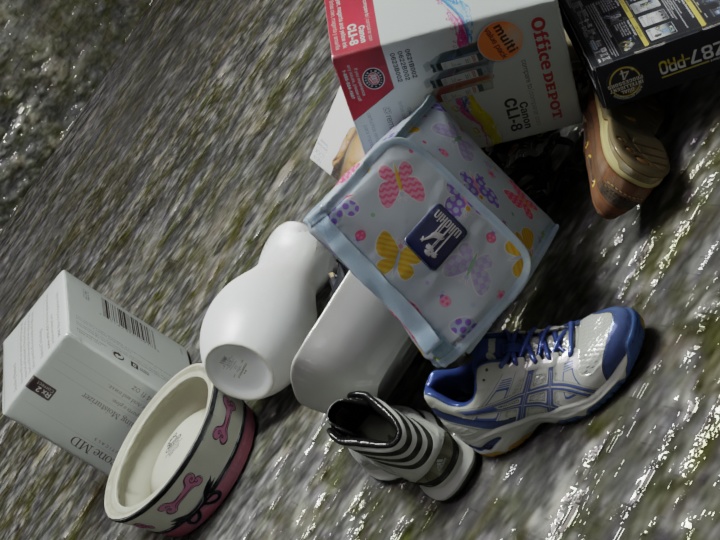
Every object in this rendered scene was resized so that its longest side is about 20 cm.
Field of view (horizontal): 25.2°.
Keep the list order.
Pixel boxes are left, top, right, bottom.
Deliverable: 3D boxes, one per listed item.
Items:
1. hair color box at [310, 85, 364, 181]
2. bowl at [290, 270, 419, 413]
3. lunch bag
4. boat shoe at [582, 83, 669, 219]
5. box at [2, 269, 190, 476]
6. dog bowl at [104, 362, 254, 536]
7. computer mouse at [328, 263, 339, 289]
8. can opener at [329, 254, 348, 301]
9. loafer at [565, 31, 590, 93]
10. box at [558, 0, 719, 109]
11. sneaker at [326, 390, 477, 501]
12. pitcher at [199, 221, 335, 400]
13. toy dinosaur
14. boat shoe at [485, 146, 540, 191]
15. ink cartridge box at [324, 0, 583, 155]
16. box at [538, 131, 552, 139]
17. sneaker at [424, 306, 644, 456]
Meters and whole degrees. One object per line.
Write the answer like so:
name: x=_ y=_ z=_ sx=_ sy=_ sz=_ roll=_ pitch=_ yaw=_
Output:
hair color box: x=0.036 y=-0.171 z=1.611 sx=0.109 sy=0.065 sz=0.200 roll=42 pitch=119 yaw=39
bowl: x=0.021 y=0.048 z=1.499 sx=0.200 sy=0.075 sz=0.200 roll=-57 pitch=-9 yaw=-13
lunch bag: x=0.057 y=-0.030 z=1.325 sx=0.127 sy=0.170 sz=0.200 roll=-42 pitch=3 yaw=34
boat shoe: x=0.222 y=-0.115 z=1.412 sx=0.068 sy=0.072 sz=0.200 roll=-58 pitch=12 yaw=31
box: x=-0.317 y=0.132 z=1.955 sx=0.131 sy=0.199 sz=0.200 roll=-51 pitch=23 yaw=11
dog bowl: x=-0.195 y=0.204 z=1.781 sx=0.200 sy=0.074 sz=0.200 roll=-44 pitch=25 yaw=26
computer mouse: x=0.019 y=-0.050 z=1.715 sx=0.110 sy=0.044 sz=0.200 roll=-105 pitch=35 yaw=-68
can opener: x=0.000 y=0.000 z=1.610 sx=0.200 sy=0.063 sz=0.079 roll=92 pitch=-177 yaw=-50
loafer: x=0.190 y=-0.214 z=1.553 sx=0.200 sy=0.068 sz=0.076 roll=-7 pitch=40 yaw=32
box: x=0.265 y=-0.227 z=1.425 sx=0.161 sy=0.049 sz=0.200 roll=-20 pitch=30 yaw=6
sneaker: x=0.013 y=0.134 z=1.416 sx=0.076 sy=0.115 sz=0.200 roll=-59 pitch=23 yaw=-10
pitcher: x=-0.109 y=0.065 z=1.779 sx=0.172 sy=0.121 sz=0.200 roll=-62 pitch=2 yaw=40
toy dinosaur: x=0.134 y=-0.128 z=1.498 sx=0.200 sy=0.102 sz=0.136 roll=-47 pitch=52 yaw=20
boat shoe: x=0.089 y=-0.059 z=1.588 sx=0.200 sy=0.071 sz=0.064 roll=-38 pitch=70 yaw=27
ink cartridge box: x=0.083 y=-0.202 z=1.435 sx=0.200 sy=0.145 sz=0.145 roll=-14 pitch=44 yaw=7
box: x=0.136 y=-0.138 z=1.660 sx=0.200 sy=0.035 sz=0.110 roll=-43 pitch=25 yaw=25
sneaker: x=0.134 y=0.080 z=1.292 sx=0.200 sy=0.088 sz=0.075 roll=-37 pitch=27 yaw=33
